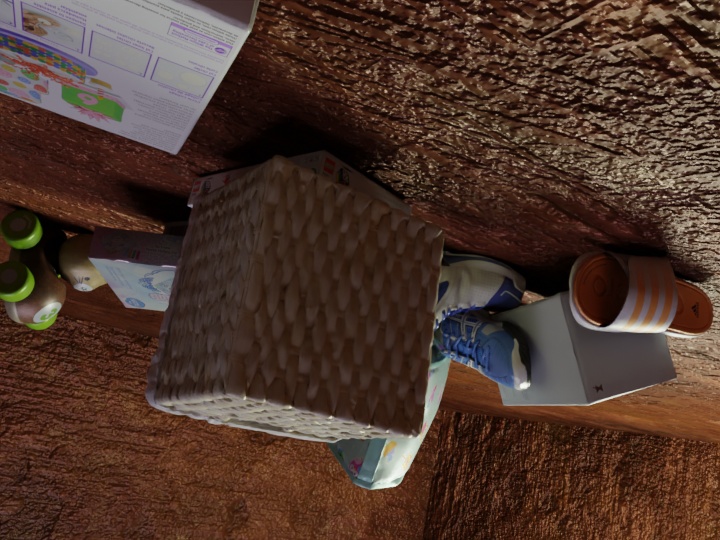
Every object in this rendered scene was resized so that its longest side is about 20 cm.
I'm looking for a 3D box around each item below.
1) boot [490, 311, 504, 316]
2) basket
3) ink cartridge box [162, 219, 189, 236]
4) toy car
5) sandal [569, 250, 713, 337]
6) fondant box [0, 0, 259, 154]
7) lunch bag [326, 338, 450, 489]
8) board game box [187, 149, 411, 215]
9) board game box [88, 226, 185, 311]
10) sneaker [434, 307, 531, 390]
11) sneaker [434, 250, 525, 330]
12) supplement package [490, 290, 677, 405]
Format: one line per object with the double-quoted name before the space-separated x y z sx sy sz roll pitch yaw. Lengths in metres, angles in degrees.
"boot" 0.244 0.110 1.042 0.161 0.075 0.197 16 165 -29
"basket" -0.052 0.039 0.575 0.196 0.203 0.160 20 161 -30
"ink cartridge box" -0.164 -0.013 0.914 0.108 0.051 0.199 -1 162 35
"toy car" -0.439 0.005 1.037 0.197 0.160 0.165 2 157 -10
"sandal" 0.294 0.023 0.653 0.204 0.081 0.059 8 167 -26
"fondant box" -0.149 -0.142 0.376 0.143 0.059 0.199 17 164 -22
"lunch bag" 0.038 0.165 0.848 0.121 0.173 0.200 23 -171 9
"board game box" -0.064 -0.065 0.661 0.198 0.035 0.126 -3 160 43
"board game box" -0.214 0.011 0.835 0.196 0.044 0.200 6 160 -6
"sneaker" 0.140 0.093 0.803 0.076 0.077 0.200 -10 -164 -15
"sneaker" 0.085 0.035 0.765 0.197 0.117 0.080 15 167 -19
"supplement package" 0.246 0.089 0.782 0.116 0.119 0.200 -10 172 -15
